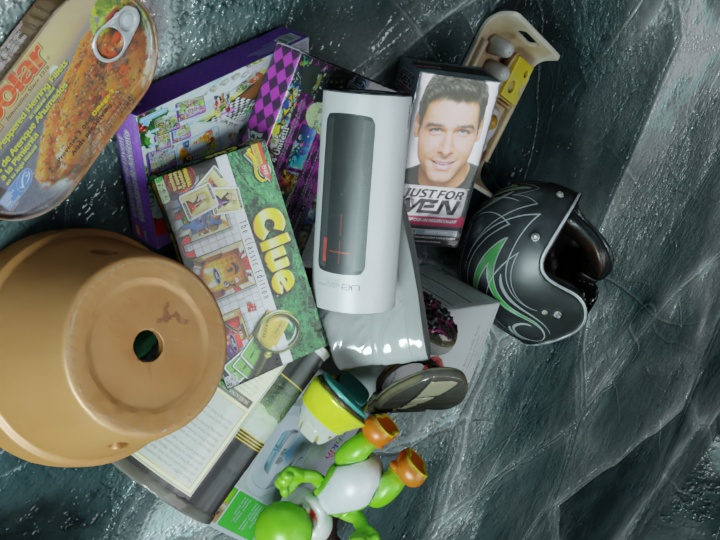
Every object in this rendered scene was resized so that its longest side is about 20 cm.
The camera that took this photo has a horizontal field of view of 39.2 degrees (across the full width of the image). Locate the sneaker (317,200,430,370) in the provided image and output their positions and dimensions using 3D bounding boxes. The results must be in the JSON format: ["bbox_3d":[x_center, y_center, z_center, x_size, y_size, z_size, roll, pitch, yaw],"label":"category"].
[{"bbox_3d":[0.000,0.000,1.015,0.074,0.116,0.200,50,32,-68],"label":"sneaker"}]

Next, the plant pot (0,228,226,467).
[{"bbox_3d":[-0.200,0.060,0.800,0.200,0.140,0.200,4,84,-39],"label":"plant pot"}]

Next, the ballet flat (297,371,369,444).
[{"bbox_3d":[-0.030,0.141,1.012,0.067,0.067,0.200,-44,174,1],"label":"ballet flat"}]

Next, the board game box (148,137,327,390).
[{"bbox_3d":[-0.104,-0.005,0.888,0.105,0.023,0.200,-24,109,-22],"label":"board game box"}]

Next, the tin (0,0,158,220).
[{"bbox_3d":[-0.236,-0.132,0.774,0.200,0.042,0.112,-55,150,-8],"label":"tin"}]

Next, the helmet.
[{"bbox_3d":[0.221,-0.018,1.320,0.200,0.200,0.191,-43,104,-25],"label":"helmet"}]

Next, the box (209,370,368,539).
[{"bbox_3d":[-0.112,0.191,1.127,0.200,0.097,0.176,-54,144,-11],"label":"box"}]

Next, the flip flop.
[{"bbox_3d":[0.053,0.116,1.050,0.200,0.081,0.058,130,-38,-74],"label":"flip flop"}]

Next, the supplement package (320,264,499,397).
[{"bbox_3d":[0.054,0.074,1.233,0.200,0.120,0.121,-5,119,-51],"label":"supplement package"}]

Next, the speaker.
[{"bbox_3d":[0.000,-0.063,0.922,0.081,0.081,0.200,-10,110,-49],"label":"speaker"}]

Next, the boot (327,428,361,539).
[{"bbox_3d":[-0.029,0.291,1.327,0.166,0.072,0.200,-50,141,-12],"label":"boot"}]

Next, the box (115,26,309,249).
[{"bbox_3d":[-0.126,-0.123,0.921,0.200,0.039,0.137,-34,138,-35],"label":"box"}]

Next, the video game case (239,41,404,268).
[{"bbox_3d":[-0.050,-0.100,0.972,0.181,0.036,0.200,5,110,-57],"label":"video game case"}]

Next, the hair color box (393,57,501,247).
[{"bbox_3d":[0.078,-0.129,1.133,0.099,0.061,0.200,2,115,-21],"label":"hair color box"}]

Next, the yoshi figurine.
[{"bbox_3d":[-0.034,0.242,1.056,0.200,0.112,0.112,-39,134,11],"label":"yoshi figurine"}]

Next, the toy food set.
[{"bbox_3d":[0.169,-0.199,1.234,0.143,0.060,0.200,20,99,-56],"label":"toy food set"}]

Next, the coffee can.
[{"bbox_3d":[-0.146,0.121,0.982,0.200,0.146,0.146,-54,146,-10],"label":"coffee can"}]

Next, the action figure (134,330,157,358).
[{"bbox_3d":[-0.234,0.064,0.908,0.200,0.055,0.118,-40,140,-34],"label":"action figure"}]

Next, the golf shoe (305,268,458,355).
[{"bbox_3d":[0.016,0.052,1.095,0.073,0.200,0.092,-19,127,-52],"label":"golf shoe"}]
